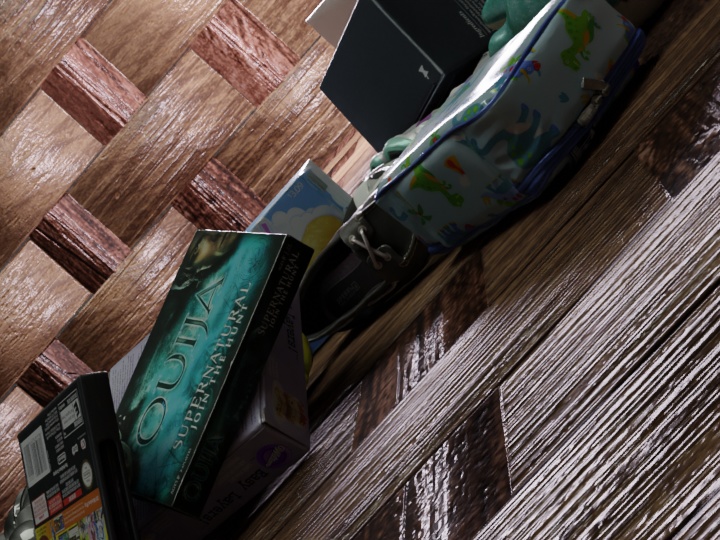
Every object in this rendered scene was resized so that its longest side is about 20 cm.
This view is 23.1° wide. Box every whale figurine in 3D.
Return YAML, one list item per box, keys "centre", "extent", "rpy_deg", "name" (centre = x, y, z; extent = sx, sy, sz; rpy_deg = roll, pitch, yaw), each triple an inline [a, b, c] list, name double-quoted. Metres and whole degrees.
- centre: [0.150, -0.227, 1.367]
  extent: [0.159, 0.104, 0.200]
  rpy_deg: [-42, 22, -7]
  name: "whale figurine"

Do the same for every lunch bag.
- centre: [0.104, -0.105, 1.219]
  extent: [0.161, 0.082, 0.200]
  rpy_deg: [-54, 8, -30]
  name: "lunch bag"

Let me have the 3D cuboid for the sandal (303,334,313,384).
- centre: [-0.115, 0.122, 1.407]
  extent: [0.200, 0.079, 0.087]
  rpy_deg: [-47, 2, 1]
  name: "sandal"

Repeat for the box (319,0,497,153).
- centre: [0.083, -0.209, 1.559]
  extent: [0.200, 0.107, 0.149]
  rpy_deg: [-35, -13, -32]
  name: "box"

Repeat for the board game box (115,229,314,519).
- centre: [-0.115, 0.067, 1.234]
  extent: [0.135, 0.028, 0.201]
  rpy_deg: [4, 68, 56]
  name: "board game box"

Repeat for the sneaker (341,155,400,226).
- centre: [0.036, -0.050, 1.394]
  extent: [0.200, 0.074, 0.089]
  rpy_deg: [-44, 6, 41]
  name: "sneaker"

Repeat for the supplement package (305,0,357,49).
- centre: [0.070, -0.367, 2.465]
  extent: [0.147, 0.200, 0.191]
  rpy_deg: [-53, 8, -34]
  name: "supplement package"

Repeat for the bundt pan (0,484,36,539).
- centre: [-0.278, 0.254, 1.502]
  extent: [0.202, 0.075, 0.202]
  rpy_deg: [-58, 14, 23]
  name: "bundt pan"

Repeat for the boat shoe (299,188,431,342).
- centre: [0.000, 0.000, 1.361]
  extent: [0.057, 0.067, 0.200]
  rpy_deg: [-38, -8, -37]
  name: "boat shoe"

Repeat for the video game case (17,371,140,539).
- centre: [-0.194, 0.182, 1.238]
  extent: [0.025, 0.182, 0.200]
  rpy_deg: [-7, -13, -25]
  name: "video game case"

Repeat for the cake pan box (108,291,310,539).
- centre: [-0.116, 0.097, 1.288]
  extent: [0.184, 0.052, 0.201]
  rpy_deg: [-40, 35, 26]
  name: "cake pan box"

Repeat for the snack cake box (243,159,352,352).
- centre: [-0.071, 0.016, 1.541]
  extent: [0.200, 0.115, 0.067]
  rpy_deg: [-47, 7, 16]
  name: "snack cake box"

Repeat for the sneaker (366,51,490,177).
- centre: [0.098, -0.127, 1.467]
  extent: [0.200, 0.078, 0.140]
  rpy_deg: [-30, 16, 44]
  name: "sneaker"
